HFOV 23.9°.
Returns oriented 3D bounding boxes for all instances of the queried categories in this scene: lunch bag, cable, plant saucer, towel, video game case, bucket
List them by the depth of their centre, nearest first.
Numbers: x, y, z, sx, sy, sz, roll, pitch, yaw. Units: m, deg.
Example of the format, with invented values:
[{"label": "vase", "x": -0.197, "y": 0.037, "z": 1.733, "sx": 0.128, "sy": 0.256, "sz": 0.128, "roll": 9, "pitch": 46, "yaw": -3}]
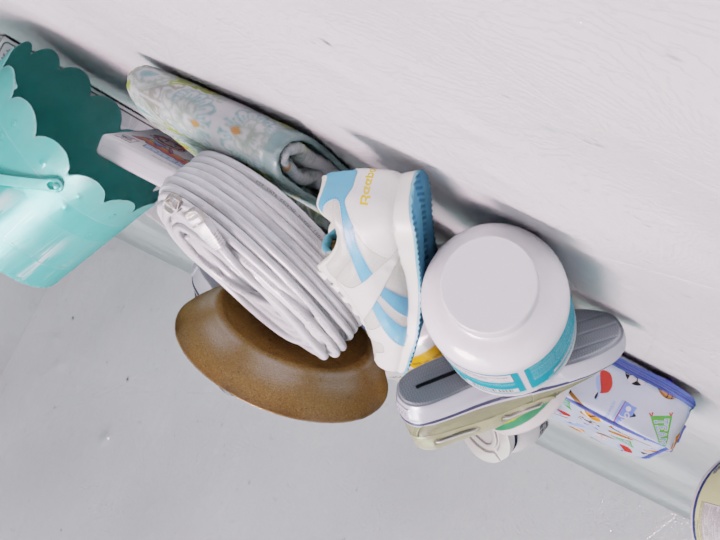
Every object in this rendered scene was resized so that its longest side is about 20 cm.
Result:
[{"label": "cable", "x": -0.080, "y": -0.012, "z": 1.380, "sx": 0.200, "sy": 0.069, "sz": 0.200, "roll": 43, "pitch": 170, "yaw": -14}, {"label": "towel", "x": -0.084, "y": -0.093, "z": 1.412, "sx": 0.170, "sy": 0.048, "sz": 0.200, "roll": 24, "pitch": 173, "yaw": 30}, {"label": "plant saucer", "x": -0.063, "y": 0.060, "z": 1.493, "sx": 0.199, "sy": 0.036, "sz": 0.201, "roll": 17, "pitch": -154, "yaw": -9}, {"label": "bucket", "x": -0.295, "y": -0.094, "z": 1.566, "sx": 0.207, "sy": 0.135, "sz": 0.207, "roll": 46, "pitch": -165, "yaw": -16}, {"label": "video game case", "x": -0.123, "y": -0.079, "z": 1.573, "sx": 0.199, "sy": 0.024, "sz": 0.182, "roll": 27, "pitch": -167, "yaw": 10}, {"label": "lunch bag", "x": 0.247, "y": 0.127, "z": 1.674, "sx": 0.159, "sy": 0.076, "sz": 0.200, "roll": 25, "pitch": 173, "yaw": 5}]

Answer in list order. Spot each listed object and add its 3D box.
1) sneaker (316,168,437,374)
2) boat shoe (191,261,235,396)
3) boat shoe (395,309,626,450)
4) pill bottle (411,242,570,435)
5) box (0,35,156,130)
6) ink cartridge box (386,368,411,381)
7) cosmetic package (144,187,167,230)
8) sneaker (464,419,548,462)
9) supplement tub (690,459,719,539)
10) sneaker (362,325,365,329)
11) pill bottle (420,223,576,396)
[{"label": "sneaker", "x": 0.013, "y": -0.002, "z": 1.281, "sx": 0.080, "sy": 0.077, "sz": 0.201, "roll": 6, "pitch": 136, "yaw": 11}, {"label": "boat shoe", "x": -0.128, "y": 0.051, "z": 1.601, "sx": 0.071, "sy": 0.068, "sz": 0.200, "roll": 20, "pitch": -160, "yaw": -26}, {"label": "boat shoe", "x": 0.125, "y": 0.089, "z": 1.412, "sx": 0.072, "sy": 0.198, "sz": 0.062, "roll": -110, "pitch": 3, "yaw": -48}, {"label": "pill bottle", "x": 0.087, "y": 0.047, "z": 1.476, "sx": 0.200, "sy": 0.113, "sz": 0.113, "roll": 38, "pitch": 171, "yaw": -25}, {"label": "box", "x": -0.306, "y": -0.165, "z": 1.756, "sx": 0.199, "sy": 0.060, "sz": 0.117, "roll": 30, "pitch": 174, "yaw": -20}, {"label": "ink cartridge box", "x": 0.054, "y": 0.077, "z": 1.836, "sx": 0.199, "sy": 0.068, "sz": 0.116, "roll": 17, "pitch": 162, "yaw": -38}, {"label": "cosmetic package", "x": -0.124, "y": -0.046, "z": 1.666, "sx": 0.200, "sy": 0.072, "sz": 0.101, "roll": 35, "pitch": -168, "yaw": 39}, {"label": "sneaker", "x": 0.111, "y": 0.078, "z": 1.609, "sx": 0.076, "sy": 0.080, "sz": 0.201, "roll": -20, "pitch": 92, "yaw": 52}, {"label": "supplement tub", "x": 0.396, "y": 0.236, "z": 1.561, "sx": 0.144, "sy": 0.146, "sz": 0.200, "roll": 28, "pitch": 174, "yaw": -3}, {"label": "sneaker", "x": -0.045, "y": 0.028, "z": 1.706, "sx": 0.200, "sy": 0.076, "sz": 0.088, "roll": 33, "pitch": 176, "yaw": 41}, {"label": "pill bottle", "x": 0.105, "y": 0.029, "z": 1.278, "sx": 0.110, "sy": 0.111, "sz": 0.200, "roll": 26, "pitch": 174, "yaw": 13}]
